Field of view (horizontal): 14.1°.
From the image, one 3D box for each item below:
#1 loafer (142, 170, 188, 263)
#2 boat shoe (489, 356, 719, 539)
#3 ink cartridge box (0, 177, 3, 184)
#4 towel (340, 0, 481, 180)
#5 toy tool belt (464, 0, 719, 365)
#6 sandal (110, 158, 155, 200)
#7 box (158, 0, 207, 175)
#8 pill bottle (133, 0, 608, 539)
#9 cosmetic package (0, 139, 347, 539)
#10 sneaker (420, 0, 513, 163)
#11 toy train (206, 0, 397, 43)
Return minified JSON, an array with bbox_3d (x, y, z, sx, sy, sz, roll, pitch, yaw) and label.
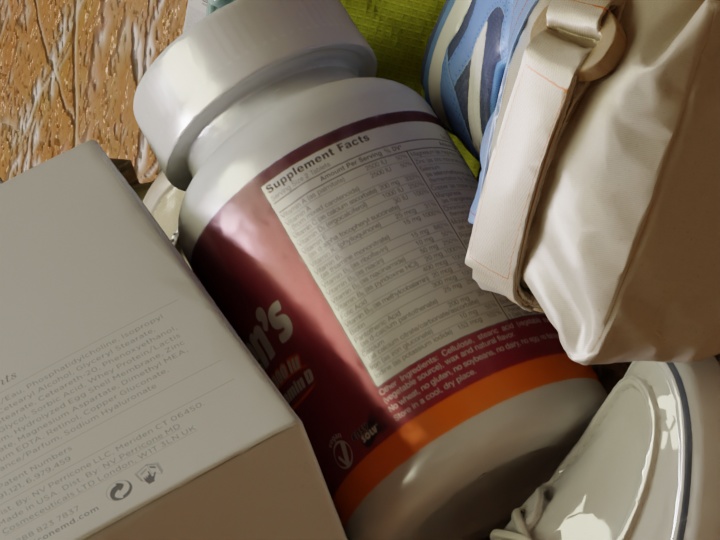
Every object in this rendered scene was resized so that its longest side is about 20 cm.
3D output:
[{"bbox_3d":[-0.055,0.024,1.240,0.201,0.075,0.068,99,149,-48],"label":"loafer"},{"bbox_3d":[0.073,0.114,1.017,0.074,0.065,0.201,-127,47,-55],"label":"boat shoe"},{"bbox_3d":[-0.133,0.058,1.360,0.200,0.043,0.197,54,168,34],"label":"ink cartridge box"},{"bbox_3d":[0.012,-0.061,1.156,0.018,0.086,0.201,-98,21,-71],"label":"towel"},{"bbox_3d":[0.090,-0.076,0.952,0.123,0.124,0.201,38,119,51],"label":"toy tool belt"},{"bbox_3d":[-0.101,-0.004,1.348,0.070,0.077,0.212,67,164,-16],"label":"sandal"},{"bbox_3d":[-0.070,-0.056,1.384,0.041,0.038,0.201,-148,66,-62],"label":"box"},{"bbox_3d":[0.000,0.000,1.075,0.201,0.109,0.110,59,142,20],"label":"pill bottle"},{"bbox_3d":[-0.084,0.096,1.081,0.200,0.123,0.200,49,163,48],"label":"cosmetic package"},{"bbox_3d":[0.078,-0.118,1.044,0.082,0.074,0.201,-116,30,-53],"label":"sneaker"},{"bbox_3d":[-0.012,-0.134,1.238,0.114,0.085,0.200,-55,35,28],"label":"toy train"}]
